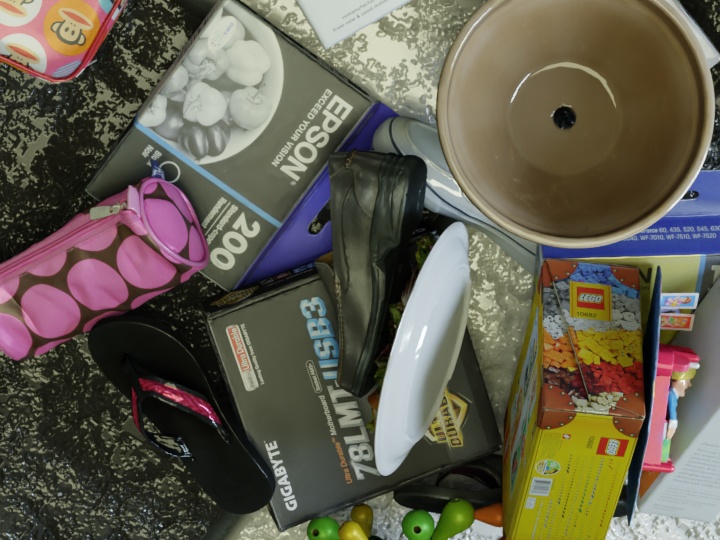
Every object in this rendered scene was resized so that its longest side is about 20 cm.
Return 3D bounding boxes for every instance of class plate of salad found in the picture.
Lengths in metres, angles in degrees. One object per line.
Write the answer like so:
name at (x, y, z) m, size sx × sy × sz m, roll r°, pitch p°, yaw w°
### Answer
plate of salad at (0.039, 0.057, 1.631) m, size 0.048 × 0.200 × 0.200 m, roll 16°, pitch 108°, yaw 15°

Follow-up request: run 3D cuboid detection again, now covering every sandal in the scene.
sandal at (-0.140, 0.117, 1.684) m, size 0.075 × 0.045 × 0.200 m, roll -30°, pitch 105°, yaw 30°
sandal at (0.127, 0.179, 1.786) m, size 0.200 × 0.075 × 0.048 m, roll 1°, pitch 71°, yaw -1°

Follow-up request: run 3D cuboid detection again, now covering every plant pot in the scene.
plant pot at (0.153, -0.115, 1.577) m, size 0.201 × 0.093 × 0.201 m, roll 0°, pitch 89°, yaw -1°

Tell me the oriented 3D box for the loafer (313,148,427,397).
loafer at (0.000, 0.000, 1.666) m, size 0.072 × 0.073 × 0.200 m, roll 15°, pitch 107°, yaw 16°

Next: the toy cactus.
toy cactus at (0.056, 0.252, 1.763) m, size 0.200 × 0.102 × 0.165 m, roll 1°, pitch 146°, yaw 5°

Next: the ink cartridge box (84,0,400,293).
ink cartridge box at (-0.082, -0.085, 1.706) m, size 0.200 × 0.043 × 0.198 m, roll 34°, pitch 104°, yaw -12°

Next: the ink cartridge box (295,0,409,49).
ink cartridge box at (-0.043, -0.280, 1.591) m, size 0.084 × 0.145 × 0.200 m, roll -29°, pitch 105°, yaw 9°

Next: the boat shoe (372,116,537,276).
boat shoe at (0.105, -0.070, 1.693) m, size 0.200 × 0.074 × 0.067 m, roll 32°, pitch 132°, yaw -22°

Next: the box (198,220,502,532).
box at (-0.007, 0.085, 1.737) m, size 0.198 × 0.050 × 0.200 m, roll -20°, pitch 108°, yaw -10°

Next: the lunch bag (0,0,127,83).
lunch bag at (-0.275, -0.232, 1.636) m, size 0.200 × 0.082 × 0.176 m, roll 28°, pitch 106°, yaw -10°

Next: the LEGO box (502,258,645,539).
LEGO box at (0.161, 0.114, 1.660) m, size 0.077 × 0.149 × 0.200 m, roll 6°, pitch 138°, yaw -2°

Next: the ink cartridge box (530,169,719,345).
ink cartridge box at (0.234, 0.005, 1.689) m, size 0.198 × 0.047 × 0.200 m, roll -2°, pitch 140°, yaw -1°

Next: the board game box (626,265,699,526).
board game box at (0.234, 0.100, 1.641) m, size 0.039 × 0.158 × 0.200 m, roll 6°, pitch 139°, yaw 4°

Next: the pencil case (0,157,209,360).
pencil case at (-0.218, -0.003, 1.680) m, size 0.200 × 0.094 × 0.091 m, roll -29°, pitch 62°, yaw 26°

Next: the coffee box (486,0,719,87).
coffee box at (0.169, -0.210, 1.650) m, size 0.113 × 0.080 × 0.200 m, roll -38°, pitch 104°, yaw 12°

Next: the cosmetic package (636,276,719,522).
cosmetic package at (0.283, 0.099, 1.692) m, size 0.071 × 0.101 × 0.200 m, roll 11°, pitch 135°, yaw -19°
